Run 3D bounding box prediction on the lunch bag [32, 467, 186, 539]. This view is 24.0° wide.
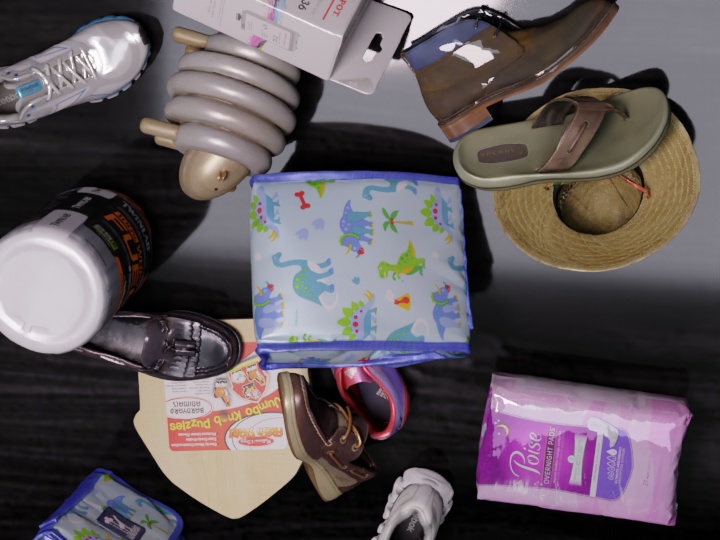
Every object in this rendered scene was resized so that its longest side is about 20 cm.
[{"bbox_3d":[-0.243,0.313,1.709,0.127,0.170,0.201,-29,98,17],"label":"lunch bag"}]

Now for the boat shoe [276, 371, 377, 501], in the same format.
[{"bbox_3d":[-0.028,0.151,1.603,0.072,0.072,0.200,-16,141,5],"label":"boat shoe"}]

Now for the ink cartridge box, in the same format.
[{"bbox_3d":[-0.054,-0.252,1.529,0.199,0.117,0.068,24,147,1],"label":"ink cartridge box"}]

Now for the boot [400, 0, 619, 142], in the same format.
[{"bbox_3d":[0.132,-0.208,1.539,0.200,0.075,0.097,-35,101,19],"label":"boot"}]

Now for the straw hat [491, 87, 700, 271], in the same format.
[{"bbox_3d":[0.221,-0.063,1.553,0.200,0.202,0.085,-5,147,11],"label":"straw hat"}]

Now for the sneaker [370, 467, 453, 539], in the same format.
[{"bbox_3d":[0.034,0.299,1.706,0.075,0.081,0.201,17,110,2],"label":"sneaker"}]

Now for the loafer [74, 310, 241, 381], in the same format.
[{"bbox_3d":[-0.219,0.071,1.669,0.199,0.063,0.072,9,96,12],"label":"loafer"}]

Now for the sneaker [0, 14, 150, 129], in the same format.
[{"bbox_3d":[-0.292,-0.179,1.616,0.199,0.087,0.075,-24,100,14],"label":"sneaker"}]

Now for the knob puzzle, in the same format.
[{"bbox_3d":[-0.131,0.148,1.704,0.218,0.030,0.221,1,96,13],"label":"knob puzzle"}]

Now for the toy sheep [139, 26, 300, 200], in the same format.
[{"bbox_3d":[-0.120,-0.160,1.571,0.137,0.138,0.201,17,86,4],"label":"toy sheep"}]

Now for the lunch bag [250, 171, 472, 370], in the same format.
[{"bbox_3d":[0.000,0.000,1.566,0.199,0.127,0.171,-3,79,0],"label":"lunch bag"}]

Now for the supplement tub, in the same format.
[{"bbox_3d":[-0.269,-0.007,1.602,0.122,0.200,0.123,3,108,8],"label":"supplement tub"}]

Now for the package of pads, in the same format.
[{"bbox_3d":[0.214,0.170,1.638,0.199,0.076,0.121,8,105,7],"label":"package of pads"}]

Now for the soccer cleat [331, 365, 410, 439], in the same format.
[{"bbox_3d":[-0.012,0.071,1.646,0.066,0.077,0.201,-25,101,16],"label":"soccer cleat"}]

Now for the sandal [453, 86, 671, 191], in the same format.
[{"bbox_3d":[0.180,-0.120,1.513,0.200,0.080,0.057,-14,146,5],"label":"sandal"}]
